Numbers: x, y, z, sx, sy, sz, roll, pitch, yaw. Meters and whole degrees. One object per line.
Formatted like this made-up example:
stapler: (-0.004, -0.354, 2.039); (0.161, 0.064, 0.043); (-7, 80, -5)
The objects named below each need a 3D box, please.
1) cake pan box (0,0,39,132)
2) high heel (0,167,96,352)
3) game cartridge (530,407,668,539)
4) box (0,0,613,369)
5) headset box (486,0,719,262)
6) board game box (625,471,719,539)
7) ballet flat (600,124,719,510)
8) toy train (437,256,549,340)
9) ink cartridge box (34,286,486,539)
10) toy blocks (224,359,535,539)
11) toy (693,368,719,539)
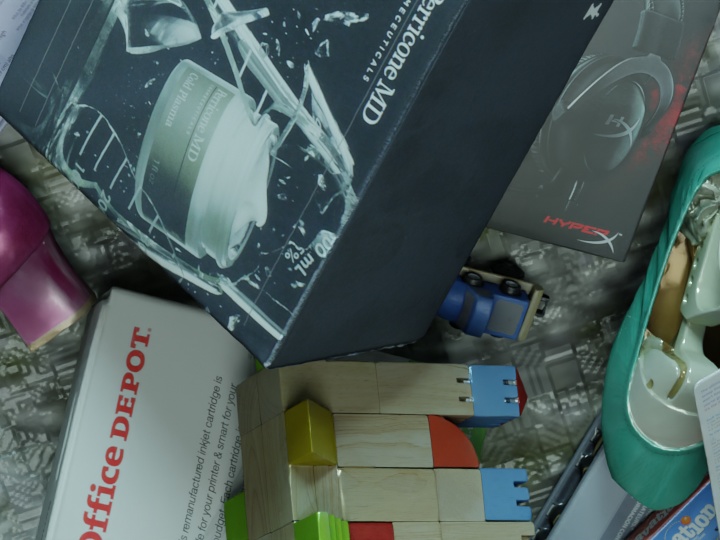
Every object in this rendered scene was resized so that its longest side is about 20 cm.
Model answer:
cake pan box: (-0.198, -0.176, 1.198); (0.184, 0.052, 0.200); (31, 109, -20)
high heel: (-0.233, 0.030, 1.283); (0.200, 0.067, 0.096); (-32, 108, 12)
game cartridge: (0.163, 0.141, 1.390); (0.133, 0.041, 0.200); (25, 110, -12)
box: (-0.027, -0.098, 1.148); (0.196, 0.124, 0.200); (41, 118, 25)
headset box: (0.084, -0.122, 1.236); (0.148, 0.077, 0.201); (14, 114, -12)
board game box: (0.219, 0.126, 1.360); (0.103, 0.019, 0.200); (38, 106, -22)
ballet flat: (0.164, 0.026, 1.291); (0.067, 0.070, 0.201); (13, 98, -5)
toy train: (0.000, 0.000, 1.301); (0.199, 0.046, 0.034); (12, 113, -11)
ink cartridge box: (-0.051, 0.103, 1.293); (0.199, 0.084, 0.146); (14, 81, -11)
toy blocks: (0.019, 0.122, 1.222); (0.136, 0.100, 0.201); (3, 72, -26)
toy: (0.213, 0.090, 1.292); (0.115, 0.047, 0.201); (-30, 130, -15)
